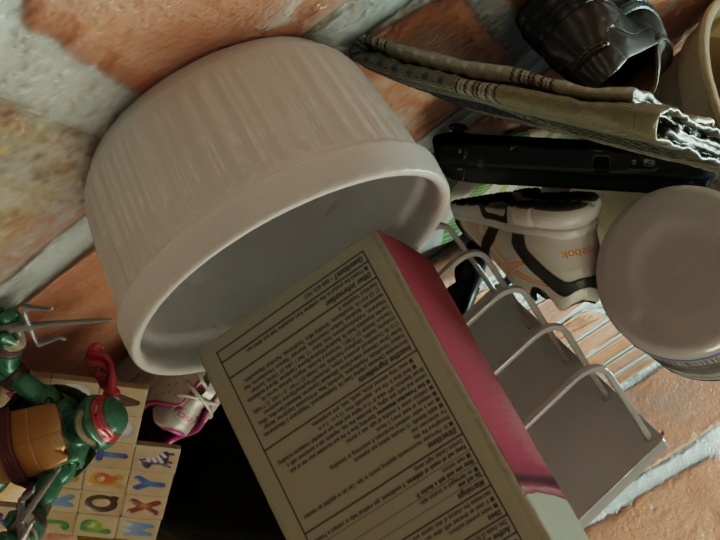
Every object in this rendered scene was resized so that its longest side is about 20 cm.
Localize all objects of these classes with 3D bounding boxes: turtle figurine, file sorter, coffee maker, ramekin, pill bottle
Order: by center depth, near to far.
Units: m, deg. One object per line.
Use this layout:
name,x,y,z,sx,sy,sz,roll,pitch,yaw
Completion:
ramekin,-0.059,-0.038,0.661,0.198,0.106,0.201,-27,162,-9
turtle figurine,-0.220,0.111,0.745,0.198,0.152,0.101,-20,159,15
file sorter,0.081,0.080,0.815,0.139,0.200,0.125,-42,133,-1
pill bottle,0.242,0.018,0.839,0.113,0.115,0.200,-34,158,14
coffee maker,-0.079,0.177,0.967,0.198,0.137,0.191,-6,177,43

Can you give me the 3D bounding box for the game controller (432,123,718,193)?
game controller,0.150,-0.081,0.828,0.197,0.043,0.104,4,-168,7

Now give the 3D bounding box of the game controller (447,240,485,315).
game controller,0.086,0.035,1.037,0.105,0.042,0.200,-61,178,19

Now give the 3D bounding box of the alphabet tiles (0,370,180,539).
alphabet tiles,-0.218,0.140,0.868,0.165,0.008,0.201,8,136,-13

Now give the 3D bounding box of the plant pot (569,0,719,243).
plant pot,0.277,-0.090,0.963,0.199,0.203,0.183,-14,168,-41

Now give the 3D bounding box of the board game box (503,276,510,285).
board game box,0.200,-0.022,1.143,0.200,0.039,0.158,-48,177,40

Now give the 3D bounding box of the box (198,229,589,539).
box,0.021,0.101,0.656,0.127,0.202,0.109,-33,162,13

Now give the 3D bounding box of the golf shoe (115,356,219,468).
golf shoe,-0.112,0.075,0.885,0.075,0.092,0.199,35,118,-30

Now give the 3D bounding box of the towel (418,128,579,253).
towel,0.087,-0.060,0.977,0.198,0.024,0.153,-19,159,-32

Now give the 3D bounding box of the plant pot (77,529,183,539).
plant pot,-0.193,0.304,1.261,0.194,0.196,0.200,-14,163,-42

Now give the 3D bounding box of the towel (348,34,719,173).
towel,0.119,-0.101,0.694,0.192,0.198,0.035,5,103,-59

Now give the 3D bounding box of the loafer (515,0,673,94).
loafer,0.173,-0.143,0.805,0.073,0.073,0.199,-41,161,29

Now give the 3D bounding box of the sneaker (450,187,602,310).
sneaker,0.119,-0.018,0.873,0.073,0.081,0.200,-12,-170,-10
